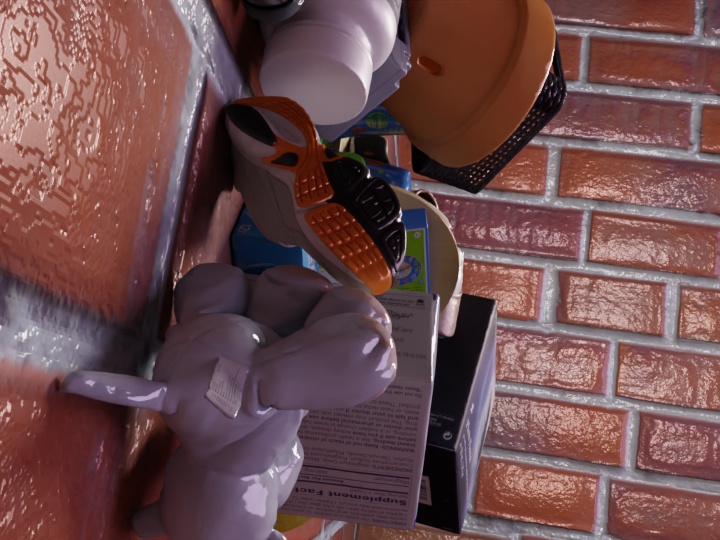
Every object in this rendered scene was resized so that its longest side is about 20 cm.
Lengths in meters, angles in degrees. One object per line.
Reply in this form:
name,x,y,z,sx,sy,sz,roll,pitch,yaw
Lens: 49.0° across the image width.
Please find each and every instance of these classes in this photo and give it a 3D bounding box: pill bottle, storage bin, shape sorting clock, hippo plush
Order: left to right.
hippo plush,-0.059,0.101,0.484,0.200,0.156,0.164,-70,165,-69
pill bottle,-0.023,-0.234,0.672,0.120,0.117,0.203,85,12,-64
shape sorting clock,0.000,0.000,0.784,0.040,0.196,0.203,-94,-175,-50
storage bin,0.147,-0.207,0.964,0.200,0.092,0.137,-46,-144,48

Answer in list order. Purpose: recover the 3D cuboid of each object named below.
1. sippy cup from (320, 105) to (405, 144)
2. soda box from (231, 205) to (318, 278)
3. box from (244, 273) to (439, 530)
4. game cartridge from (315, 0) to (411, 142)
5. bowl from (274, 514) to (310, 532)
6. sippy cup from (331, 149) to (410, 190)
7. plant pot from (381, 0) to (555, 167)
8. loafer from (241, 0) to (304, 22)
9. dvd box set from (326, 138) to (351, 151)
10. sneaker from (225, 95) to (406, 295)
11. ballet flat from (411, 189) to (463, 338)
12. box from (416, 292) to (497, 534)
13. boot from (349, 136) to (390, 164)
sippy cup,0.011,-0.224,0.980,0.141,0.128,0.181,-74,170,-55
soda box,-0.074,0.031,0.736,0.068,0.063,0.203,-77,171,-49
box,-0.030,0.117,0.687,0.106,0.180,0.203,-79,174,-50
game cartridge,-0.010,-0.231,0.786,0.041,0.132,0.203,31,43,-38
bowl,-0.058,0.196,0.878,0.200,0.105,0.204,7,90,-85
sippy cup,-0.013,-0.064,0.843,0.178,0.128,0.142,-67,163,-73
plant pot,0.082,-0.230,0.823,0.199,0.138,0.203,-37,-139,41
loafer,-0.051,-0.289,0.595,0.063,0.070,0.204,60,38,-69
dvd box set,-0.038,-0.114,1.104,0.146,0.029,0.204,67,31,-78
sneaker,-0.036,-0.043,0.588,0.201,0.075,0.093,52,-33,33
ballet flat,0.079,-0.019,0.887,0.067,0.067,0.202,-46,-139,29
box,0.084,0.159,0.919,0.202,0.121,0.200,80,25,-49
boot,0.003,-0.084,1.069,0.201,0.071,0.147,-75,170,-62
